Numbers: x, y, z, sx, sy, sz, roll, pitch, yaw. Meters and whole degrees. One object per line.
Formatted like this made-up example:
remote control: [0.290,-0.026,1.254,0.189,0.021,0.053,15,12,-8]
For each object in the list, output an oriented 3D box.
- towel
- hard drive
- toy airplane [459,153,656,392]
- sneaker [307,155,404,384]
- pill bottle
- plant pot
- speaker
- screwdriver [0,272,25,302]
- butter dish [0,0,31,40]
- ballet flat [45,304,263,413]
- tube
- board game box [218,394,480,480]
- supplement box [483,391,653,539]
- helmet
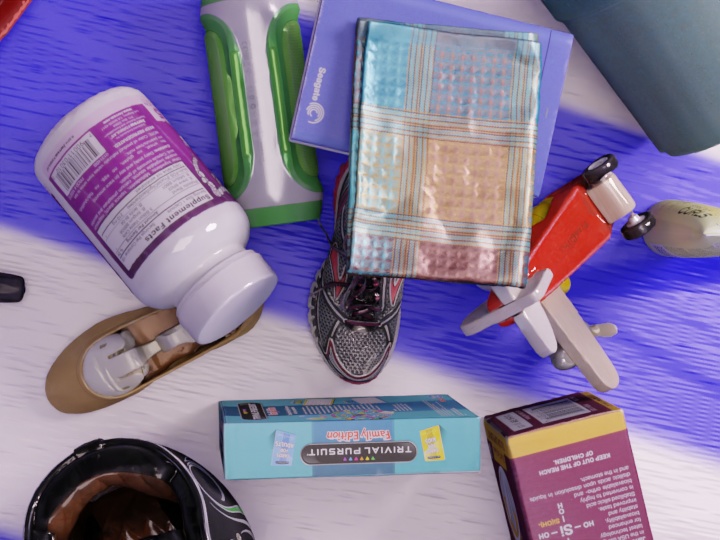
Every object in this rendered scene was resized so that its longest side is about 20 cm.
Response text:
towel: [0.064,-0.091,1.240,0.147,0.022,0.200,4,84,-7]
hard drive: [0.056,-0.143,1.271,0.200,0.025,0.132,13,88,-7]
toy airplane: [0.137,-0.005,1.345,0.199,0.141,0.200,11,71,-35]
sneaker: [0.000,0.000,1.354,0.081,0.075,0.200,2,105,-7]
pill bottle: [-0.159,-0.041,1.299,0.112,0.112,0.200,-40,78,-4]
plant pot: [0.262,-0.213,1.336,0.200,0.200,0.196,-34,103,-4]
speaker: [-0.081,-0.137,1.343,0.088,0.088,0.200,-8,93,-6]
screwdriver: [-0.378,0.007,1.347,0.200,0.029,0.028,6,91,-3]
butter dish: [-0.333,-0.294,1.279,0.200,0.148,0.199,36,88,-7]
ballet flat: [-0.173,0.059,1.350,0.200,0.063,0.069,-29,96,-5]
tube: [0.286,-0.033,1.330,0.058,0.200,0.052,-40,98,-3]
board game box: [-0.014,0.135,1.326,0.200,0.151,0.047,-1,92,-6]
supplement box: [0.180,0.213,1.361,0.103,0.131,0.200,-14,93,-4]
helmet: [-0.170,0.242,1.292,0.200,0.191,0.200,-6,56,8]
